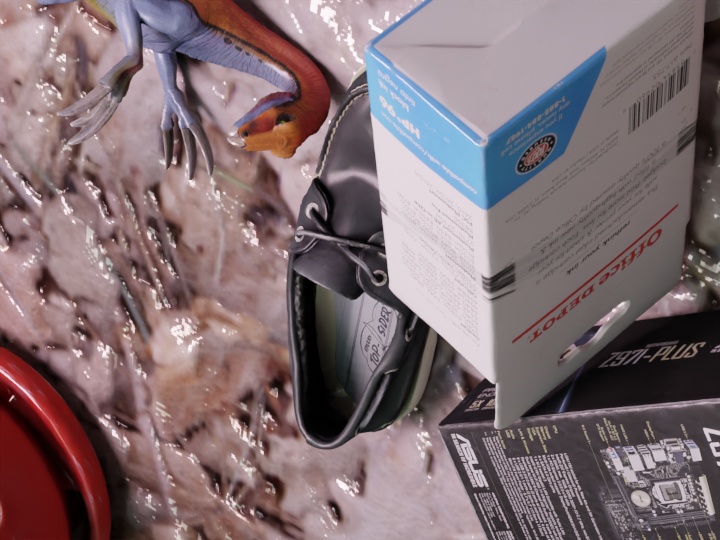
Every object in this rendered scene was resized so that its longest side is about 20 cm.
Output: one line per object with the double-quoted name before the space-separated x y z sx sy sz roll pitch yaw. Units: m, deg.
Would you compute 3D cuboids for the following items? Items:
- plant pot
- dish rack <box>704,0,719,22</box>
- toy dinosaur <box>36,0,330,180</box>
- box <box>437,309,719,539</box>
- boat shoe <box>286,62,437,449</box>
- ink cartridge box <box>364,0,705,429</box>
"plant pot" -0.244 0.140 1.345 0.200 0.182 0.201 22 130 29
"dish rack" 0.057 -0.186 0.951 0.200 0.044 0.172 20 147 30
"toy dinosaur" -0.097 -0.122 1.124 0.181 0.105 0.200 11 113 11
"box" 0.150 0.124 1.068 0.164 0.086 0.200 -9 111 43
"boat shoe" -0.002 -0.001 1.131 0.074 0.066 0.200 31 133 22
"ink cartridge box" 0.069 -0.038 0.980 0.068 0.116 0.200 42 158 27
